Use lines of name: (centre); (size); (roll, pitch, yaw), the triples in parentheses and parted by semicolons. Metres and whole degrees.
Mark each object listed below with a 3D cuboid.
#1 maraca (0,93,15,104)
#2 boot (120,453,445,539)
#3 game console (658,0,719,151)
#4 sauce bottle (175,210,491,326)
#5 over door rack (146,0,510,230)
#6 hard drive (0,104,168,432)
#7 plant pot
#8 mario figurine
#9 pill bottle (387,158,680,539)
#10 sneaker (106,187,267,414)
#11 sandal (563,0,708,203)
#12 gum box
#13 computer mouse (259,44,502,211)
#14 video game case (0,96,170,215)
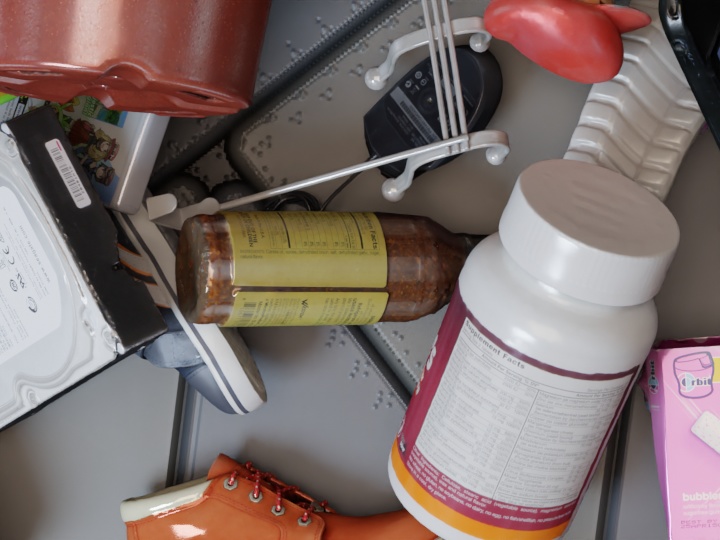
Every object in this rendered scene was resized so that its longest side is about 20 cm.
maraca: (-0.246, -0.156, 1.485); (0.200, 0.107, 0.137); (9, 90, -22)
boot: (-0.040, 0.148, 1.567); (0.200, 0.075, 0.107); (-16, 86, 9)
game console: (0.258, -0.120, 1.455); (0.116, 0.176, 0.200); (-9, 126, 31)
sauce bottle: (0.000, 0.000, 1.526); (0.200, 0.066, 0.066); (2, 93, -21)
over door rack: (-0.023, -0.109, 1.535); (0.200, 0.067, 0.148); (-12, 72, 10)
hard drive: (-0.194, 0.007, 1.530); (0.038, 0.200, 0.140); (-27, 89, -36)
plant pot: (-0.118, -0.184, 1.403); (0.200, 0.201, 0.196); (6, 87, 7)
mario figurine: (0.119, -0.200, 1.497); (0.106, 0.123, 0.200); (-15, 82, 42)
pill bottle: (0.094, 0.047, 1.490); (0.109, 0.110, 0.200); (24, 121, 5)
sneaker: (-0.131, 0.009, 1.568); (0.079, 0.078, 0.200); (-34, 77, 3)
sandal: (0.171, -0.103, 1.539); (0.082, 0.050, 0.203); (34, 84, 19)
gum box: (0.255, 0.091, 1.528); (0.200, 0.066, 0.114); (-4, 93, 8)
computer mouse: (0.005, -0.052, 1.572); (0.200, 0.034, 0.059); (-41, 64, 14)
video game case: (-0.164, -0.149, 1.546); (0.182, 0.022, 0.200); (20, 91, 34)
